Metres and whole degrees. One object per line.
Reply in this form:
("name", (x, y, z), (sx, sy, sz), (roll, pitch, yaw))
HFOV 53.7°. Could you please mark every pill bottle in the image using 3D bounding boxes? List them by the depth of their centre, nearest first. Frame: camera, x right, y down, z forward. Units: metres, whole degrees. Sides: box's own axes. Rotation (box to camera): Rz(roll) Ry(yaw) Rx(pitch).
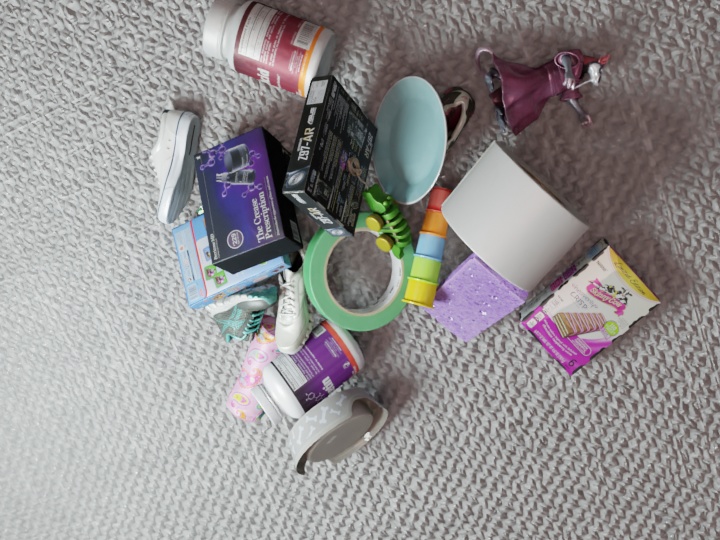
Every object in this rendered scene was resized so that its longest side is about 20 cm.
("pill bottle", (-0.149, -0.367, 1.162), (0.196, 0.114, 0.116), (21, 108, 3))
("pill bottle", (-0.096, 0.184, 1.276), (0.199, 0.112, 0.113), (-37, 99, -13))

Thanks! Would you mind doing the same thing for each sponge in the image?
("sponge", (0.190, 0.048, 1.211), (0.111, 0.030, 0.200), (39, 146, -2))

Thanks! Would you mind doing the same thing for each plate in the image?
("plate", (0.083, -0.210, 1.156), (0.025, 0.199, 0.205), (-3, 111, -32))

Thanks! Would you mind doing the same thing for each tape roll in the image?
("tape roll", (0.245, -0.086, 1.134), (0.202, 0.203, 0.140), (39, 108, -4))
("tape roll", (0.000, 0.000, 1.232), (0.196, 0.048, 0.205), (-2, 97, -19))

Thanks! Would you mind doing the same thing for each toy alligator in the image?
("toy alligator", (0.041, -0.099, 1.159), (0.054, 0.059, 0.202), (3, 131, 43))

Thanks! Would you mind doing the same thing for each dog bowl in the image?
("dog bowl", (-0.046, 0.291, 1.304), (0.200, 0.199, 0.059), (-47, 61, 17))

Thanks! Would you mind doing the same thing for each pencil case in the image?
("pencil case", (-0.185, 0.184, 1.344), (0.086, 0.088, 0.203), (25, 107, 1))

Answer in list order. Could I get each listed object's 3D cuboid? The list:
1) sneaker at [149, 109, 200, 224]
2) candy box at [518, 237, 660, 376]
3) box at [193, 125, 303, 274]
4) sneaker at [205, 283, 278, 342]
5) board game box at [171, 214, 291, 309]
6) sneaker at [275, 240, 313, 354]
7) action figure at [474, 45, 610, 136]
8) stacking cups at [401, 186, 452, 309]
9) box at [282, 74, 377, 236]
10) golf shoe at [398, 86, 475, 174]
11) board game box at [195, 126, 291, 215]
("sneaker", (-0.340, -0.188, 1.275), (0.069, 0.073, 0.204), (17, 99, 13))
("candy box", (0.391, 0.064, 1.227), (0.136, 0.061, 0.200), (44, 107, -4))
("box", (-0.190, -0.116, 1.193), (0.139, 0.079, 0.204), (-20, 72, 17))
("sneaker", (-0.201, 0.080, 1.276), (0.198, 0.077, 0.093), (-17, 94, 51))
("board game box", (-0.230, -0.041, 1.253), (0.197, 0.037, 0.154), (-23, 71, 17))
("sneaker", (-0.119, 0.043, 1.249), (0.074, 0.081, 0.205), (3, 74, 23))
("action figure", (0.300, -0.302, 1.135), (0.197, 0.134, 0.151), (-24, 59, 2))
("stacking cups", (0.124, -0.038, 1.217), (0.059, 0.061, 0.204), (15, 88, 4))
("box", (-0.043, -0.178, 1.132), (0.043, 0.160, 0.204), (2, 70, 30))
("golf shoe", (0.116, -0.211, 1.179), (0.076, 0.088, 0.202), (30, 110, -3))
("board game box", (-0.201, -0.147, 1.282), (0.104, 0.024, 0.200), (40, 108, -5))
